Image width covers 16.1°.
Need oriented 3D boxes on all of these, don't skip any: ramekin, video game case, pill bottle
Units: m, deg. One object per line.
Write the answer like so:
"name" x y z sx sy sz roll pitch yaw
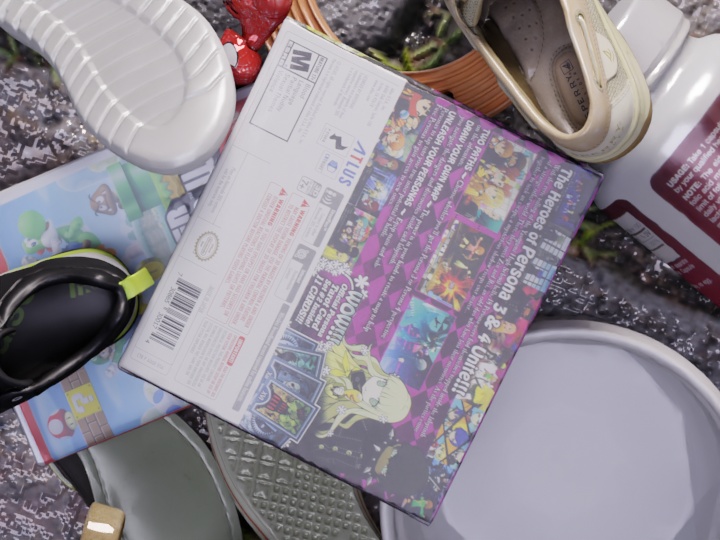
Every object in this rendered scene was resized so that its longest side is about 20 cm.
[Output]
"ramekin" 0.112 0.117 1.365 0.199 0.105 0.201 1 101 4
"video game case" -0.106 0.001 1.330 0.200 0.017 0.143 -22 93 10
"pill bottle" 0.192 -0.050 1.325 0.200 0.114 0.114 40 100 -5
"video game case" 0.000 0.000 1.287 0.181 0.036 0.200 26 96 3

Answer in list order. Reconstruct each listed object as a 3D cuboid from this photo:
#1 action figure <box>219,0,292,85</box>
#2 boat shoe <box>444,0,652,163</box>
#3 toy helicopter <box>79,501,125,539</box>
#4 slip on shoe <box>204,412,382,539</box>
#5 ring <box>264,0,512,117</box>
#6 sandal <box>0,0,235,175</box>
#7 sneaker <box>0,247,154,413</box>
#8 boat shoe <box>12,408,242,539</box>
"action figure" -0.053 -0.194 1.312 0.052 0.065 0.201 5 82 -15
"boat shoe" 0.073 -0.143 1.253 0.072 0.065 0.200 -34 73 22
"toy helicopter" -0.153 0.200 1.350 0.079 0.132 0.200 16 137 0
"slip on shoe" -0.028 0.132 1.399 0.074 0.061 0.200 -29 86 -14
"ring" 0.031 -0.168 1.323 0.200 0.019 0.201 -1 88 28
"sandal" -0.123 -0.112 1.324 0.082 0.050 0.203 -40 52 -4
"sneaker" -0.198 0.042 1.273 0.200 0.083 0.072 -30 98 -7
"boat shoe" -0.137 0.093 1.399 0.072 0.061 0.201 -38 97 -13
